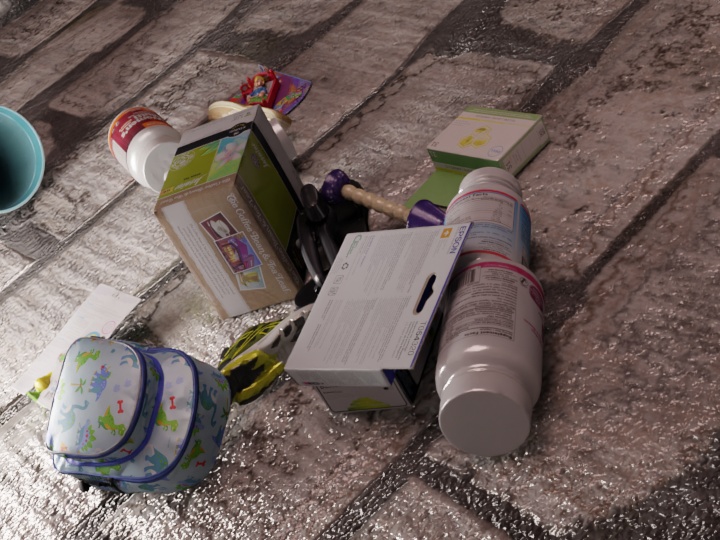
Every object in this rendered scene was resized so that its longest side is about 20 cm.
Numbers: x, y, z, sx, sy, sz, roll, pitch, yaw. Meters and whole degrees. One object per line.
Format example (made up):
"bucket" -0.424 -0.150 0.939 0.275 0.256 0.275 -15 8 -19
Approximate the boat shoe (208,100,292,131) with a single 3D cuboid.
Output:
"boat shoe" -0.197 -0.238 2.069 0.199 0.073 0.070 13 81 49

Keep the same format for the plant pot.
"plant pot" -0.726 -0.200 2.347 0.200 0.201 0.187 -47 21 -26

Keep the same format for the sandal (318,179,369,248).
"sandal" -0.025 -0.087 1.746 0.075 0.048 0.201 -27 34 5

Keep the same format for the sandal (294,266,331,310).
"sandal" 0.000 -0.001 1.614 0.198 0.043 0.077 -23 33 11

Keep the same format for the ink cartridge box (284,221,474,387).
"ink cartridge box" 0.028 0.040 1.390 0.198 0.043 0.198 -3 51 42

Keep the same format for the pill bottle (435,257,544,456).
"pill bottle" 0.138 0.091 1.314 0.112 0.114 0.201 -15 36 22

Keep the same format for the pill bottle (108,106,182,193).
"pill bottle" -0.358 -0.205 2.116 0.109 0.110 0.200 -36 33 -10

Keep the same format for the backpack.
"backpack" -0.269 0.173 1.476 0.197 0.147 0.186 2 70 26

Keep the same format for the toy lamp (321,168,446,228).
"toy lamp" 0.037 -0.085 1.658 0.198 0.059 0.058 23 57 32

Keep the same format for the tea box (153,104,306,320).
"tea box" -0.166 -0.080 1.709 0.132 0.201 0.198 -17 34 19

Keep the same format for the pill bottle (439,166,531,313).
"pill bottle" 0.150 -0.032 1.477 0.107 0.110 0.201 -15 35 22

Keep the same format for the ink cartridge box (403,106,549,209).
"ink cartridge box" 0.145 -0.143 1.690 0.200 0.048 0.145 -44 35 -24

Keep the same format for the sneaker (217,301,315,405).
"sneaker" -0.103 0.084 1.552 0.198 0.075 0.085 -31 32 -1

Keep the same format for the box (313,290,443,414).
"box" 0.028 0.074 1.475 0.115 0.061 0.201 -10 37 29

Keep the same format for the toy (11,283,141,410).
"toy" -0.399 0.116 1.774 0.114 0.047 0.201 16 58 45

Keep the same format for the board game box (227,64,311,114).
"board game box" -0.185 -0.313 2.187 0.158 0.039 0.199 -41 33 -16

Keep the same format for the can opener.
"can opener" -0.057 -0.037 1.633 0.063 0.079 0.201 -33 32 13

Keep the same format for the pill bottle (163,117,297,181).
"pill bottle" -0.198 -0.155 1.921 0.199 0.112 0.111 -33 32 -5
